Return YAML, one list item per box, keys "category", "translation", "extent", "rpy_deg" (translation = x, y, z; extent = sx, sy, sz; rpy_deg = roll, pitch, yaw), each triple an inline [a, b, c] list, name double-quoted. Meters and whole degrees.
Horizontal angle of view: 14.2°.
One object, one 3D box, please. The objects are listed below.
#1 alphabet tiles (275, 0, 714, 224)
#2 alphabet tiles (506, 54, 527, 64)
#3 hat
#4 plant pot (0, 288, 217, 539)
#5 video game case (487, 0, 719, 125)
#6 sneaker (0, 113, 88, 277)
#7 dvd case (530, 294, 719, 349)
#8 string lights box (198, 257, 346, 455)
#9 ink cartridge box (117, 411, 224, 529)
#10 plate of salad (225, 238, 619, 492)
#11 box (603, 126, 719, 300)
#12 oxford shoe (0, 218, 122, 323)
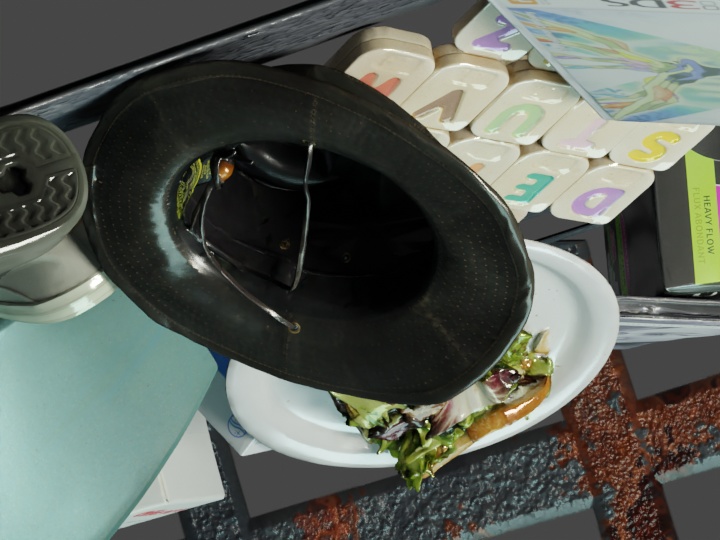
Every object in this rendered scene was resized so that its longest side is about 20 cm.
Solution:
- category: "alphabet tiles"
  translation: [0.060, -0.063, 1.308]
  extent: [0.200, 0.015, 0.196]
  rpy_deg: [9, 146, -33]
- category: "alphabet tiles"
  translation: [0.028, -0.087, 1.537]
  extent: [0.200, 0.006, 0.166]
  rpy_deg: [-18, 175, 10]
- category: "hat"
  translation: [-0.015, -0.033, 1.234]
  extent: [0.201, 0.201, 0.081]
  rpy_deg: [-20, -150, 37]
- category: "plant pot"
  translation: [-0.180, 0.069, 1.394]
  extent: [0.200, 0.141, 0.141]
  rpy_deg: [-40, -151, -19]
- category: "video game case"
  translation: [0.159, -0.090, 1.155]
  extent: [0.182, 0.022, 0.200]
  rpy_deg: [4, 169, 21]
- category: "sneaker"
  translation: [-0.215, -0.001, 1.164]
  extent: [0.199, 0.076, 0.114]
  rpy_deg: [-21, 172, -28]
- category: "dvd case"
  translation: [0.110, 0.029, 1.563]
  extent: [0.149, 0.016, 0.200]
  rpy_deg: [3, 174, -16]
- category: "string lights box"
  translation: [0.000, 0.000, 1.496]
  extent: [0.200, 0.059, 0.103]
  rpy_deg: [-53, 159, 23]
- category: "ink cartridge box"
  translation: [-0.189, 0.111, 1.572]
  extent: [0.200, 0.088, 0.145]
  rpy_deg: [-17, 175, 8]
- category: "plate of salad"
  translation: [0.033, 0.051, 1.432]
  extent: [0.200, 0.048, 0.200]
  rpy_deg: [-8, 145, -6]
- category: "box"
  translation: [0.202, -0.056, 1.569]
  extent: [0.124, 0.149, 0.200]
  rpy_deg: [-5, 175, -4]
- category: "oxford shoe"
  translation: [-0.185, -0.012, 1.333]
  extent: [0.200, 0.058, 0.075]
  rpy_deg: [-1, -144, 46]
